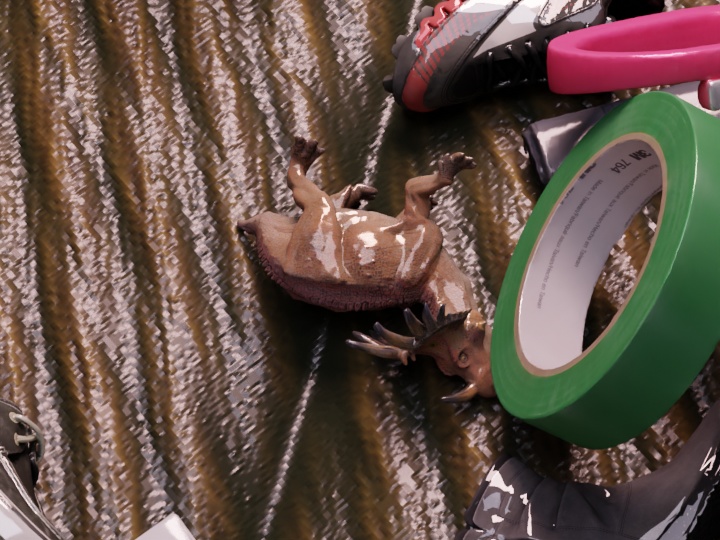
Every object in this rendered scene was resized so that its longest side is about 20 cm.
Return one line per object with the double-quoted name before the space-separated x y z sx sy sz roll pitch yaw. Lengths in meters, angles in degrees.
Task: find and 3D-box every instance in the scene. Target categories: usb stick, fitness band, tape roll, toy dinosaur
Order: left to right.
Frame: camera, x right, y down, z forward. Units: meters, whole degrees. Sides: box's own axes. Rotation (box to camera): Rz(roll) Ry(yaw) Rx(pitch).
"toy dinosaur" 0.000 0.000 1.305 0.198 0.086 0.136 9 68 18
"tape roll" 0.146 -0.001 1.210 0.048 0.200 0.202 25 60 -19
"usb stick" 0.202 -0.093 1.363 0.198 0.033 0.056 -15 57 -3
"fitness band" 0.207 -0.133 1.303 0.199 0.038 0.143 -13 19 -30

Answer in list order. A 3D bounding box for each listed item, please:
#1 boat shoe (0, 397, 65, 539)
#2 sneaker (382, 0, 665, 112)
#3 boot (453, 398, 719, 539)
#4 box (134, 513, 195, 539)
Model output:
"boat shoe" -0.224 0.103 1.272 0.064 0.071 0.200 -37 61 -14
"sneaker" 0.112 -0.152 1.384 0.200 0.071 0.098 -31 59 -13
"boot" 0.134 0.131 1.222 0.131 0.070 0.200 24 61 24
"box" -0.114 0.276 1.124 0.199 0.131 0.199 -34 61 -13
